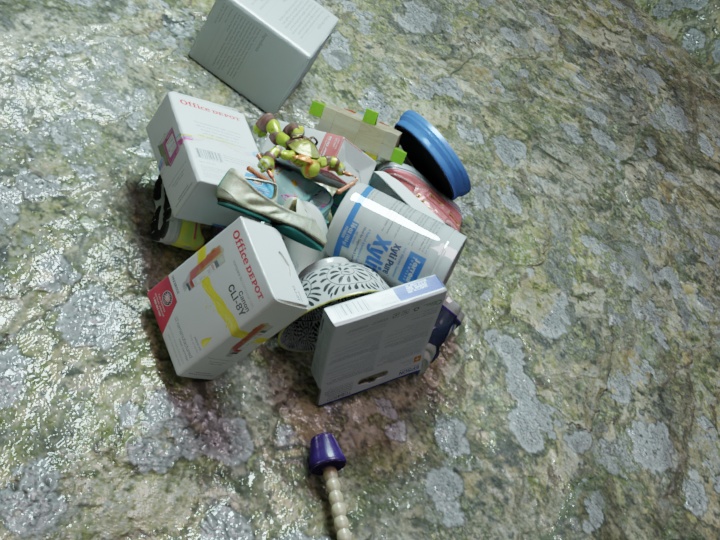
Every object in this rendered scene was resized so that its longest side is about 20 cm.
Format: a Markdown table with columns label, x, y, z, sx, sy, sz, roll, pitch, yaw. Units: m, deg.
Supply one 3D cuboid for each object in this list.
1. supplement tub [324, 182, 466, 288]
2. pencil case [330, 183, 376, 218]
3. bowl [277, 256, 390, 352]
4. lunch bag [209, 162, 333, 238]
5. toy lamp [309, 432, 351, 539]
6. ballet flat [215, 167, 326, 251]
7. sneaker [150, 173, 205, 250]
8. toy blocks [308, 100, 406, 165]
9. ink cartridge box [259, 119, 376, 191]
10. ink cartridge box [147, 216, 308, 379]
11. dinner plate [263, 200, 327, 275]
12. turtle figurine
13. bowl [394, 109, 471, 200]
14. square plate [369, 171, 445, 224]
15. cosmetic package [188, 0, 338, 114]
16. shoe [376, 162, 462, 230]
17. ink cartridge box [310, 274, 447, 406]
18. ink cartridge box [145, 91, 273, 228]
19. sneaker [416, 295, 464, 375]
| label | x | y | z | sx | sy | sz | roll | pitch | yaw |
| --- | --- | --- | --- | --- | --- | --- | --- | --- | --- |
| supplement tub | 0.054 | -0.042 | 1.534 | 0.199 | 0.133 | 0.132 | 27 | 41 | 8 |
| pencil case | 0.040 | -0.072 | 1.695 | 0.200 | 0.093 | 0.085 | 41 | 13 | 15 |
| bowl | -0.043 | 0.041 | 1.490 | 0.199 | 0.201 | 0.095 | 0 | 61 | -38 |
| lunch bag | -0.140 | -0.096 | 1.598 | 0.159 | 0.078 | 0.200 | 26 | 40 | 12 |
| toy lamp | -0.035 | 0.329 | 1.370 | 0.058 | 0.058 | 0.201 | 8 | 51 | -33 |
| ballet flat | -0.119 | -0.090 | 1.411 | 0.199 | 0.067 | 0.063 | 26 | 80 | -35 |
| sneaker | -0.279 | -0.110 | 1.545 | 0.090 | 0.078 | 0.201 | 27 | 47 | -31 |
| toy blocks | 0.003 | -0.268 | 1.856 | 0.198 | 0.101 | 0.137 | 22 | 14 | 2 |
| ink cartridge box | -0.087 | -0.199 | 1.660 | 0.199 | 0.068 | 0.116 | 19 | -6 | 34 |
| ink cartridge box | -0.190 | 0.041 | 1.371 | 0.083 | 0.199 | 0.146 | 18 | 41 | -57 |
| dinner plate | -0.107 | -0.009 | 1.509 | 0.024 | 0.202 | 0.199 | 20 | 29 | 34 |
| turtle figurine | -0.107 | -0.188 | 1.499 | 0.198 | 0.065 | 0.161 | -1 | 35 | -34 |
| bowl | 0.137 | -0.221 | 1.886 | 0.039 | 0.201 | 0.201 | -38 | 81 | -6 |
| square plate | 0.093 | -0.100 | 1.745 | 0.198 | 0.200 | 0.028 | 43 | 82 | 0 |
| cosmetic package | -0.181 | -0.439 | 1.817 | 0.199 | 0.166 | 0.168 | 35 | 42 | -7 |
| shoe | 0.113 | -0.126 | 1.850 | 0.199 | 0.072 | 0.091 | 33 | 32 | -17 |
| ink cartridge box | 0.022 | 0.107 | 1.465 | 0.198 | 0.201 | 0.041 | -16 | 52 | -26 |
| ink cartridge box | -0.231 | -0.167 | 1.484 | 0.144 | 0.085 | 0.201 | 11 | 43 | -40 |
| sneaker | 0.109 | 0.112 | 1.653 | 0.080 | 0.147 | 0.200 | 35 | -4 | 7 |
